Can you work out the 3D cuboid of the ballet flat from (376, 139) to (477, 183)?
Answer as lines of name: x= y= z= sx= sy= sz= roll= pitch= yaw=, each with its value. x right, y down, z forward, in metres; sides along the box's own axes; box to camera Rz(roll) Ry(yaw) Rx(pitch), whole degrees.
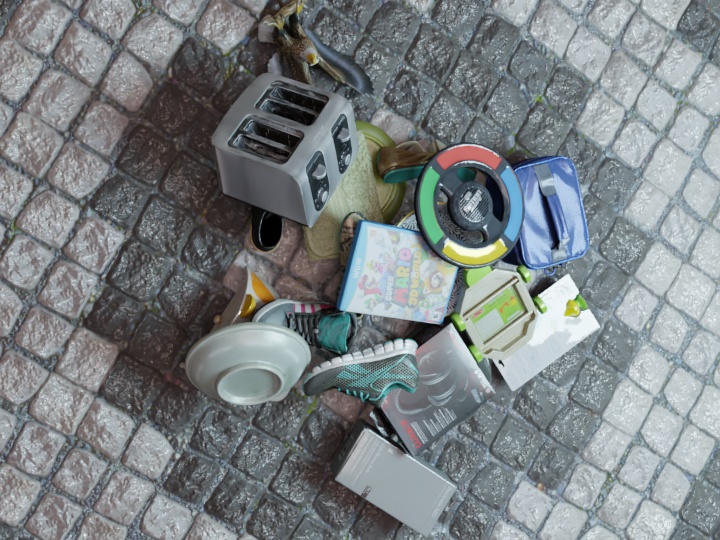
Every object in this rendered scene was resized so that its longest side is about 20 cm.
ballet flat: x=0.112 y=-0.189 z=1.362 sx=0.196 sy=0.068 sz=0.074 roll=-4 pitch=65 yaw=-26

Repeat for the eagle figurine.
eagle figurine: x=-0.085 y=-0.341 z=1.298 sx=0.149 sy=0.152 sz=0.202 roll=-13 pitch=126 yaw=24

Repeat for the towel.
towel: x=-0.038 y=-0.125 z=1.325 sx=0.145 sy=0.036 sz=0.205 roll=-13 pitch=96 yaw=-11

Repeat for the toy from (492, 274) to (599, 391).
toy: x=0.320 y=0.109 z=1.432 sx=0.198 sy=0.047 sz=0.116 roll=-34 pitch=97 yaw=-1

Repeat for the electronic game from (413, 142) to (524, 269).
electronic game: x=0.177 y=-0.104 z=1.273 sx=0.196 sy=0.042 sz=0.205 roll=1 pitch=86 yaw=-19

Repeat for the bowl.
bowl: x=0.105 y=-0.025 z=1.348 sx=0.197 sy=0.094 sz=0.205 roll=-8 pitch=109 yaw=-23

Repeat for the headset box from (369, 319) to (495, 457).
headset box: x=0.105 y=0.202 z=1.343 sx=0.198 sy=0.077 sz=0.150 roll=-35 pitch=99 yaw=-8

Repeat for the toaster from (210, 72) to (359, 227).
toaster: x=-0.119 y=-0.188 z=1.210 sx=0.197 sy=0.120 sz=0.182 roll=21 pitch=57 yaw=16

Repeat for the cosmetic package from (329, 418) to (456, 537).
cosmetic package: x=0.056 y=0.358 z=1.376 sx=0.198 sy=0.090 sz=0.108 roll=32 pitch=87 yaw=-8

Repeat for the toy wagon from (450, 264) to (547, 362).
toy wagon: x=0.225 y=0.054 z=1.349 sx=0.154 sy=0.040 sz=0.202 roll=-34 pitch=112 yaw=-6

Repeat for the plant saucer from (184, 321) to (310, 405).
plant saucer: x=-0.172 y=0.159 z=1.226 sx=0.195 sy=0.202 sz=0.051 roll=-2 pitch=50 yaw=-11

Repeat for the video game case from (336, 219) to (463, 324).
video game case: x=0.067 y=0.006 z=1.275 sx=0.196 sy=0.018 sz=0.146 roll=9 pitch=103 yaw=-28

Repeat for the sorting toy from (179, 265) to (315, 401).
sorting toy: x=-0.168 y=0.131 z=1.328 sx=0.179 sy=0.106 sz=0.202 roll=36 pitch=86 yaw=-30

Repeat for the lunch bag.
lunch bag: x=0.309 y=-0.092 z=1.376 sx=0.133 sy=0.132 sz=0.204 roll=-15 pitch=95 yaw=-9

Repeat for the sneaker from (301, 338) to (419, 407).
sneaker: x=0.004 y=0.176 z=1.256 sx=0.196 sy=0.078 sz=0.093 roll=-17 pitch=72 yaw=2

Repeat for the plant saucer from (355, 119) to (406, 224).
plant saucer: x=-0.012 y=-0.157 z=1.361 sx=0.195 sy=0.031 sz=0.205 roll=-1 pitch=93 yaw=-12

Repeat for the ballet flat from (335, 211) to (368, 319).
ballet flat: x=0.000 y=0.000 z=1.303 sx=0.067 sy=0.075 sz=0.203 roll=-21 pitch=138 yaw=-30

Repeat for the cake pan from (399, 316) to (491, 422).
cake pan: x=0.146 y=0.186 z=1.408 sx=0.195 sy=0.037 sz=0.205 roll=-1 pitch=93 yaw=-11

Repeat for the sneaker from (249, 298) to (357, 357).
sneaker: x=-0.075 y=0.095 z=1.270 sx=0.198 sy=0.119 sz=0.086 roll=-5 pitch=103 yaw=-49

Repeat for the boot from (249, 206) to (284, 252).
boot: x=-0.142 y=-0.131 z=1.283 sx=0.076 sy=0.138 sz=0.205 roll=-2 pitch=93 yaw=-10
